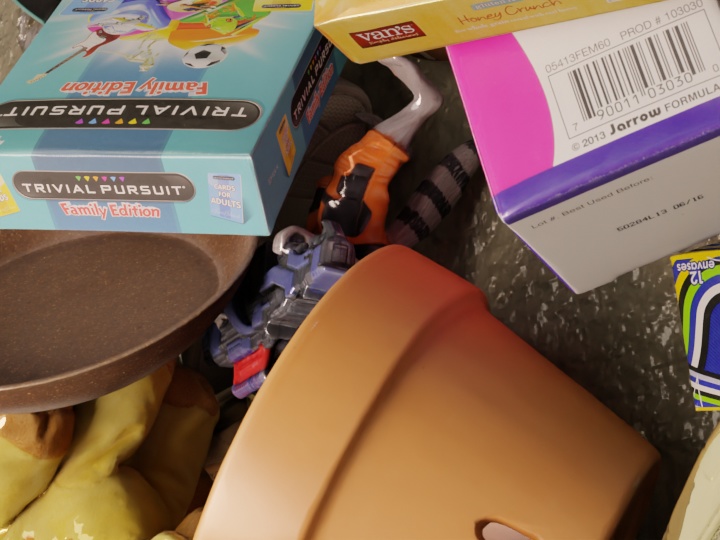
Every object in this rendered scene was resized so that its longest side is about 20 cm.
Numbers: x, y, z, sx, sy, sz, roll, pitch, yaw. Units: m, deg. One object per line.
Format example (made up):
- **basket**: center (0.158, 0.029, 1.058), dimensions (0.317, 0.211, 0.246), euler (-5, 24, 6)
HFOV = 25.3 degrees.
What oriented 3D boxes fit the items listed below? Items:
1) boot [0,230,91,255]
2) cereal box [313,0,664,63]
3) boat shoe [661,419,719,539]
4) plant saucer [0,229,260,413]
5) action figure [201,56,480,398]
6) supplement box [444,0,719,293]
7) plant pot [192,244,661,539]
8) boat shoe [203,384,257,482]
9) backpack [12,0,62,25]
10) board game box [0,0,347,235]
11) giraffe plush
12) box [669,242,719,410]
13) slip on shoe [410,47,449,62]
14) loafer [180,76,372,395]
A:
- **boot**: center (-0.176, 0.024, 0.876), dimensions (0.072, 0.154, 0.201), euler (-135, 62, -78)
- **cereal box**: center (0.055, -0.186, 0.598), dimensions (0.143, 0.039, 0.201), euler (-7, 69, 27)
- **boat shoe**: center (0.146, 0.123, 0.597), dimensions (0.066, 0.071, 0.202), euler (43, 139, 35)
- **plant saucer**: center (-0.141, 0.011, 0.762), dimensions (0.200, 0.200, 0.037), euler (29, 139, 48)
- **action figure**: center (0.000, 0.000, 0.763), dimensions (0.195, 0.104, 0.200), euler (-71, 15, -11)
- **supplement box**: center (0.088, -0.109, 0.637), dimensions (0.101, 0.103, 0.201), euler (-22, 65, 17)
- **plant pot**: center (0.035, 0.109, 0.675), dimensions (0.139, 0.200, 0.201), euler (26, 103, 17)
- **boat shoe**: center (-0.055, 0.094, 0.875), dimensions (0.200, 0.062, 0.074), euler (-38, 55, 37)
- **backpack**: center (-0.122, -0.231, 0.942), dimensions (0.201, 0.175, 0.154), euler (-60, 27, 22)
- **board game box**: center (-0.092, -0.097, 0.805), dimensions (0.150, 0.047, 0.201), euler (1, 39, 16)
- **giraffe plush**: center (-0.111, 0.137, 0.760), dimensions (0.162, 0.173, 0.200), euler (26, 63, 38)
- **box**: center (0.213, 0.011, 0.571), dimensions (0.199, 0.070, 0.065), euler (-8, 95, 48)
- **slip on shoe**: center (0.017, -0.170, 0.763), dimensions (0.076, 0.200, 0.061), euler (2, 66, 30)
- **loafer**: center (-0.059, -0.027, 0.905), dimensions (0.063, 0.072, 0.201), euler (50, 122, 50)
